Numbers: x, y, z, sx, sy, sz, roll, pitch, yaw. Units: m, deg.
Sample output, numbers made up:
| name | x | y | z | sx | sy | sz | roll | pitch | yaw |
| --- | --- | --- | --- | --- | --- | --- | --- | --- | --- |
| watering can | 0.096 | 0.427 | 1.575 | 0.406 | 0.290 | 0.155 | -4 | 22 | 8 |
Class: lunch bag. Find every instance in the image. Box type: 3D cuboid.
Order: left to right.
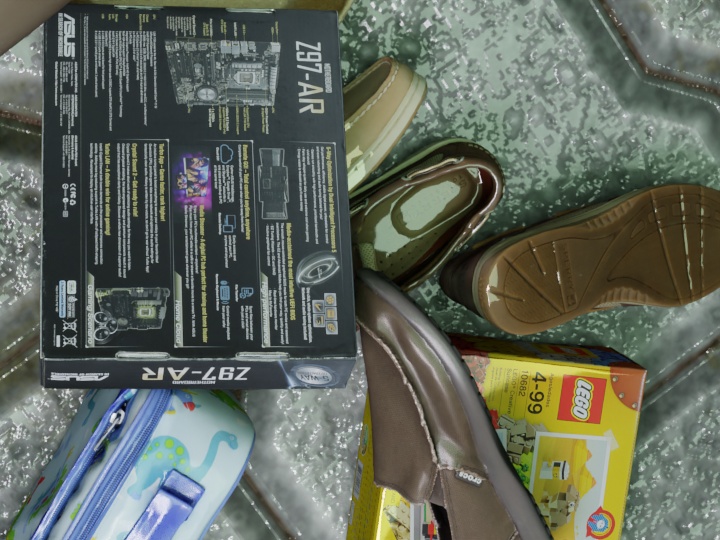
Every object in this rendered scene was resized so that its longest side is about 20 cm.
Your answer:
| name | x | y | z | sx | sy | sz | roll | pitch | yaw |
| --- | --- | --- | --- | --- | --- | --- | --- | --- | --- |
| lunch bag | -0.137 | 0.141 | 1.053 | 0.082 | 0.161 | 0.201 | 31 | 93 | -14 |

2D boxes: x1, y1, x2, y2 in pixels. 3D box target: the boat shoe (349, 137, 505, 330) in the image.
| name | x | y | z | sx | sy | sz | roll | pitch | yaw |
| --- | --- | --- | --- | --- | --- | --- | --- | --- | --- |
| boat shoe | -0.004 | -0.005 | 1.100 | 0.202 | 0.075 | 0.075 | -41 | 104 | -2 |

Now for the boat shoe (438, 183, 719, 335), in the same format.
| name | x | y | z | sx | sy | sz | roll | pitch | yaw |
| --- | --- | --- | --- | --- | --- | --- | --- | --- | --- |
| boat shoe | 0.135 | -0.009 | 1.131 | 0.199 | 0.072 | 0.073 | -16 | 103 | -30 |

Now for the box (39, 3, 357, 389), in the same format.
| name | x | y | z | sx | sy | sz | roll | pitch | yaw |
| --- | --- | --- | --- | --- | --- | --- | --- | --- | --- |
| box | -0.086 | -0.040 | 1.007 | 0.158 | 0.044 | 0.202 | 0 | 67 | -10 |

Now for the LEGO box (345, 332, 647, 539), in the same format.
| name | x | y | z | sx | sy | sz | roll | pitch | yaw |
| --- | --- | --- | --- | --- | --- | --- | --- | --- | --- |
| LEGO box | 0.073 | 0.141 | 1.137 | 0.147 | 0.077 | 0.202 | 6 | 98 | -11 |

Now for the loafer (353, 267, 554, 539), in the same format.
| name | x | y | z | sx | sy | sz | roll | pitch | yaw |
| --- | --- | --- | --- | --- | --- | --- | --- | --- | --- |
| loafer | 0.037 | 0.093 | 1.044 | 0.071 | 0.073 | 0.201 | -30 | 103 | -5 |

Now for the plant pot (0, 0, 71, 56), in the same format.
| name | x | y | z | sx | sy | sz | roll | pitch | yaw |
| --- | --- | --- | --- | --- | --- | --- | --- | --- | --- |
| plant pot | -0.198 | -0.189 | 0.959 | 0.199 | 0.200 | 0.174 | 34 | 113 | -14 |

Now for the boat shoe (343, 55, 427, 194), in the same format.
| name | x | y | z | sx | sy | sz | roll | pitch | yaw |
| --- | --- | --- | --- | --- | --- | --- | --- | --- | --- |
| boat shoe | -0.051 | -0.057 | 1.083 | 0.200 | 0.074 | 0.069 | -42 | 108 | -3 |

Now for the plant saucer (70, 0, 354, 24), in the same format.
| name | x | y | z | sx | sy | sz | roll | pitch | yaw |
| --- | --- | --- | --- | --- | --- | --- | --- | --- | --- |
| plant saucer | -0.093 | -0.196 | 1.073 | 0.198 | 0.035 | 0.202 | -2 | 100 | -10 |
